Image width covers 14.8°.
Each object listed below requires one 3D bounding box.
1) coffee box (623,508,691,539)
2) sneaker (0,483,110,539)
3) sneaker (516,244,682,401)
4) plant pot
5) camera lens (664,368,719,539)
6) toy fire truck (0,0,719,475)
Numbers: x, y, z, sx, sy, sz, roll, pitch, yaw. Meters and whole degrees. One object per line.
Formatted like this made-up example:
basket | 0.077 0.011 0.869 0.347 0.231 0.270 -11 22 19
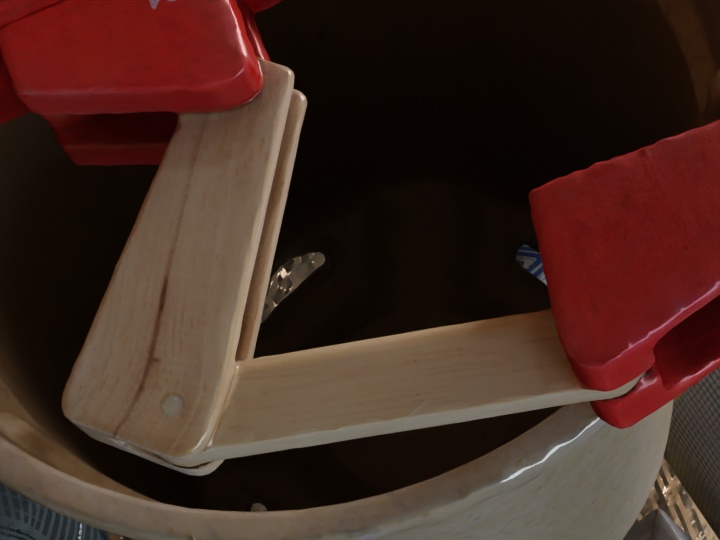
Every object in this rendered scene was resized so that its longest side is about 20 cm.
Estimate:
coffee box | 0.103 0.169 0.863 0.113 0.080 0.200 -37 142 7
sneaker | -0.114 0.059 0.596 0.066 0.091 0.200 -37 141 10
sneaker | 0.064 -0.001 0.788 0.200 0.088 0.075 -29 165 16
plant pot | 0.000 0.000 0.643 0.201 0.200 0.184 -48 156 -13
camera lens | 0.179 0.043 0.849 0.160 0.200 0.160 -28 158 -13
toy fire truck | -0.033 -0.015 0.522 0.200 0.141 0.049 -23 162 5
